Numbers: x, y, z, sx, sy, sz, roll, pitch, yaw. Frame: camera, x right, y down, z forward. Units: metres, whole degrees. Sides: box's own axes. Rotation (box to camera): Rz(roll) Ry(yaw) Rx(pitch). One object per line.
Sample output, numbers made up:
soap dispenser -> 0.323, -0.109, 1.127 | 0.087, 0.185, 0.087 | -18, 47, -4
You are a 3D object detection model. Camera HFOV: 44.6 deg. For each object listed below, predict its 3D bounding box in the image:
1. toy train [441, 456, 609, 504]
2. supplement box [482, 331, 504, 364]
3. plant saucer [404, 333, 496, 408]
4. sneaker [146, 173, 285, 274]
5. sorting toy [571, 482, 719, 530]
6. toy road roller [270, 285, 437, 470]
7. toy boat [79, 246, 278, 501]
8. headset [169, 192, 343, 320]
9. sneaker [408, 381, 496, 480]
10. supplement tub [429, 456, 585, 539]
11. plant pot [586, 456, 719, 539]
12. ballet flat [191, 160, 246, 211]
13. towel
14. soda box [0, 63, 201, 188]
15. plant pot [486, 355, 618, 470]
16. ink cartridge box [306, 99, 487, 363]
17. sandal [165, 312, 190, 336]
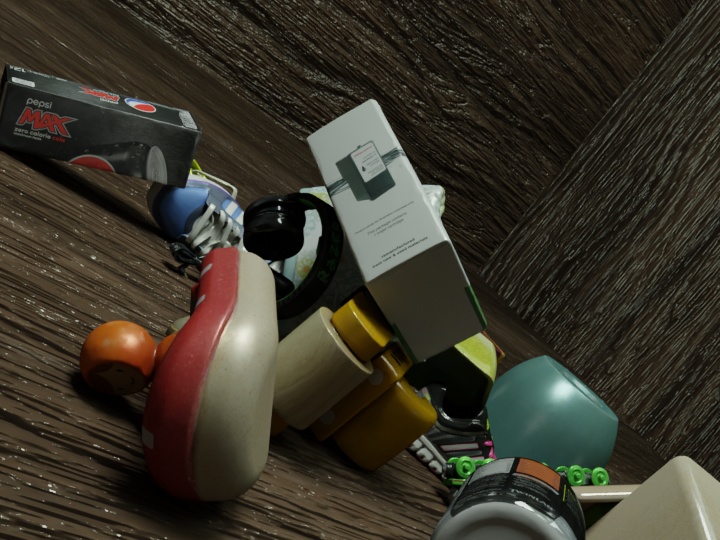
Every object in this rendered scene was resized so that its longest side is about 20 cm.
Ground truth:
toy train -> 0.178, 0.233, 0.934 | 0.197, 0.057, 0.042 | 7, -16, -15
supplement box -> 0.100, 0.105, 1.266 | 0.199, 0.111, 0.086 | 32, 12, -39
plant saucer -> 0.087, 0.089, 1.060 | 0.200, 0.048, 0.201 | 42, -21, 19
sneaker -> -0.139, -0.023, 0.991 | 0.200, 0.081, 0.146 | 39, 3, -44
sorting toy -> 0.293, 0.271, 0.911 | 0.201, 0.182, 0.037 | 82, 6, -53
toy road roller -> -0.005, 0.109, 0.795 | 0.147, 0.122, 0.200 | 51, 9, 4
toy boat -> -0.123, 0.064, 0.592 | 0.128, 0.133, 0.200 | 4, 20, -8
headset -> -0.104, -0.017, 0.874 | 0.198, 0.125, 0.093 | -7, -27, 45
sneaker -> 0.128, 0.200, 0.982 | 0.199, 0.088, 0.074 | 41, 9, 4
supplement tub -> 0.127, 0.228, 0.736 | 0.122, 0.123, 0.200 | 41, 9, 12
plant pot -> 0.305, 0.334, 0.788 | 0.199, 0.200, 0.178 | 36, 23, -15
ballet flat -> -0.170, -0.069, 1.139 | 0.200, 0.067, 0.067 | 42, 8, 9
towel -> 0.000, 0.000, 0.950 | 0.168, 0.203, 0.048 | 2, -24, 13
soda box -> -0.270, -0.146, 0.906 | 0.197, 0.072, 0.063 | 11, 22, -28
plant pot -> 0.240, 0.213, 1.154 | 0.200, 0.162, 0.201 | 39, 9, -7
ink cartridge box -> 0.033, -0.039, 0.832 | 0.147, 0.082, 0.202 | 58, 8, -49
sandal -> -0.120, 0.050, 0.788 | 0.080, 0.054, 0.200 | 40, 2, 0
